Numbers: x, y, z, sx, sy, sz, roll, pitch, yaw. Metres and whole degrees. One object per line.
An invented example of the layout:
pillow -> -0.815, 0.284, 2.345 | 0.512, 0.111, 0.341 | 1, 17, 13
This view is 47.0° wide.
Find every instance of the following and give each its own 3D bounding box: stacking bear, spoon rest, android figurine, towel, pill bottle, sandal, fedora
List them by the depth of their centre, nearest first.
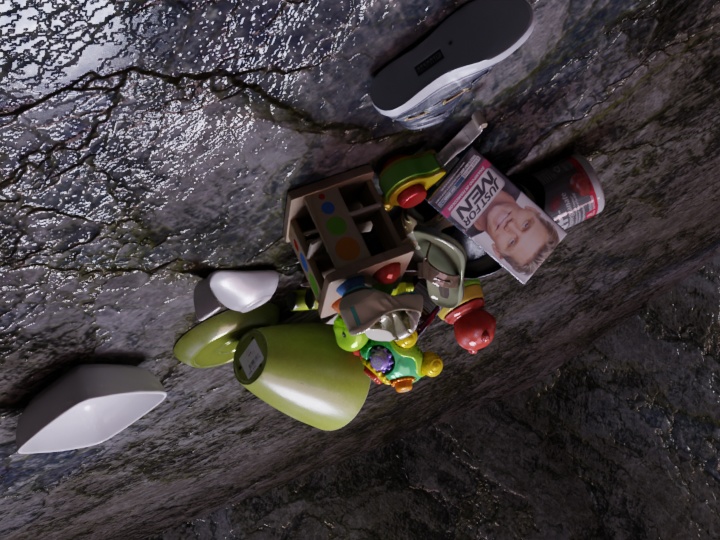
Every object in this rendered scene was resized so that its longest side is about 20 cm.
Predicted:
spoon rest -> -0.188, 0.029, 1.235 | 0.099, 0.061, 0.200 | -31, 174, 18
sandal -> 0.121, 0.005, 1.267 | 0.058, 0.079, 0.202 | -56, 149, -28
android figurine -> -0.009, 0.037, 1.293 | 0.197, 0.042, 0.181 | -5, 178, -30
fedora -> 0.192, -0.089, 1.305 | 0.200, 0.202, 0.091 | -36, 126, 25
pill bottle -> 0.304, -0.109, 1.413 | 0.198, 0.112, 0.111 | -26, 161, -2
stacking bear -> 0.184, 0.052, 1.530 | 0.112, 0.202, 0.122 | -12, 157, -34
towel -> -0.069, 0.094, 1.567 | 0.132, 0.035, 0.199 | -32, 160, 20

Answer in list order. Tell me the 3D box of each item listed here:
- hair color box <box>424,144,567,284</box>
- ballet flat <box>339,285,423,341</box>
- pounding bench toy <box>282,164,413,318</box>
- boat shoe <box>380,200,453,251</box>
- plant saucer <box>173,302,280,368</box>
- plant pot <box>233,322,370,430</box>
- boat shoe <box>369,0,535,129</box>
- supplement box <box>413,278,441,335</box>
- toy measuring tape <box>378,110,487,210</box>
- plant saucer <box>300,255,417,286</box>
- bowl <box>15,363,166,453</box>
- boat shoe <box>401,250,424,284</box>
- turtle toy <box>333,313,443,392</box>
hair color box -> 0.191, -0.083, 1.188 | 0.100, 0.199, 0.061 | -50, -160, 8
ballet flat -> 0.037, 0.064, 1.098 | 0.069, 0.070, 0.199 | -35, 159, 24
pounding bench toy -> -0.023, -0.015, 1.160 | 0.123, 0.158, 0.201 | -20, 160, -17
boat shoe -> 0.098, -0.089, 1.275 | 0.199, 0.075, 0.066 | -31, 138, 34
plant saucer -> -0.225, 0.120, 1.435 | 0.197, 0.031, 0.200 | -24, 161, -8
plant pot -> -0.113, 0.166, 1.423 | 0.186, 0.189, 0.199 | -37, 142, 29
boat shoe -> 0.109, -0.230, 0.926 | 0.198, 0.072, 0.091 | -27, 163, 21
supplement box -> 0.138, 0.021, 1.425 | 0.200, 0.061, 0.109 | -49, 171, -12
toy measuring tape -> 0.082, -0.142, 1.107 | 0.073, 0.074, 0.200 | -4, 151, -47
plant saucer -> 0.000, 0.000, 1.328 | 0.197, 0.033, 0.200 | -7, 176, 0
bowl -> -0.437, 0.214, 1.336 | 0.199, 0.075, 0.199 | -34, 159, 22
boat shoe -> 0.090, -0.027, 1.427 | 0.063, 0.073, 0.203 | -53, 169, -37
turtle toy -> 0.035, 0.126, 1.374 | 0.101, 0.200, 0.145 | -48, -152, -9
